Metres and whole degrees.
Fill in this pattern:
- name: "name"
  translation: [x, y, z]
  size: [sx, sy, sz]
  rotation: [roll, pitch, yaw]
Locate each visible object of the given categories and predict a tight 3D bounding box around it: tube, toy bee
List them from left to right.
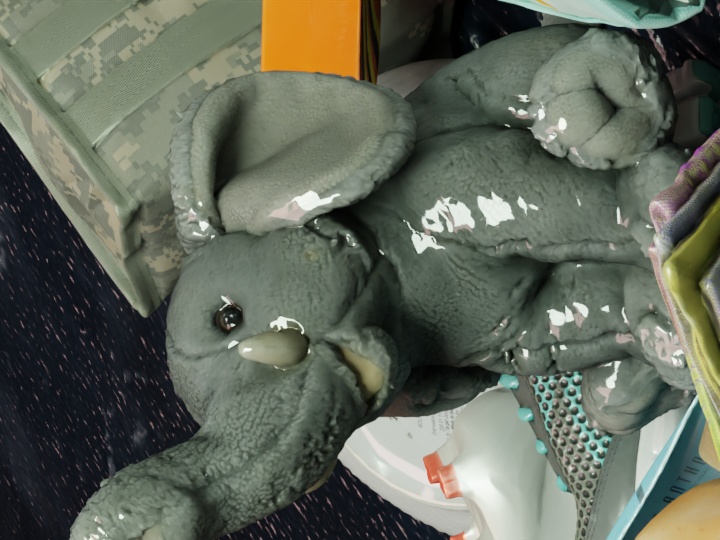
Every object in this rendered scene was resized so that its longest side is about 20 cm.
- name: "toy bee"
  translation: [-0.003, -0.151, 1.035]
  size: [0.131, 0.200, 0.109]
  rotation: [21, -174, 6]
- name: "tube"
  translation: [0.127, 0.070, 0.911]
  size: [0.050, 0.077, 0.200]
  rotation: [30, -170, 28]

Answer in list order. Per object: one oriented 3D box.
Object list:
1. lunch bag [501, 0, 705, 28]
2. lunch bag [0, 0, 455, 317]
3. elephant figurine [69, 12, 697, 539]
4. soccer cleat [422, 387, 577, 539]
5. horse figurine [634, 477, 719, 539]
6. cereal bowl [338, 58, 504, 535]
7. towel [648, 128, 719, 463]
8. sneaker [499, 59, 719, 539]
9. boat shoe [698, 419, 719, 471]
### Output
- name: "lunch bag"
  translation: [0.033, -0.169, 0.851]
  size: [0.170, 0.122, 0.200]
  rotation: [22, 134, 61]
- name: "lunch bag"
  translation: [-0.080, -0.115, 1.162]
  size: [0.200, 0.164, 0.118]
  rotation: [51, 166, 22]
- name: "elephant figurine"
  translation: [0.000, 0.000, 0.868]
  size: [0.155, 0.200, 0.142]
  rotation: [88, 166, -85]
- name: "soccer cleat"
  translation: [0.085, 0.132, 1.014]
  size: [0.069, 0.078, 0.200]
  rotation: [-133, 25, -76]
- name: "horse figurine"
  translation: [0.088, 0.096, 0.658]
  size: [0.133, 0.050, 0.200]
  rotation: [53, 154, 7]
- name: "cereal bowl"
  translation: [0.040, 0.027, 1.079]
  size: [0.200, 0.083, 0.200]
  rotation: [22, 133, 26]
- name: "towel"
  translation: [0.142, 0.003, 0.729]
  size: [0.023, 0.200, 0.144]
  rotation: [-1, 120, 42]
- name: "sneaker"
  translation: [0.076, 0.030, 0.964]
  size: [0.078, 0.091, 0.200]
  rotation: [29, -116, -66]
- name: "boat shoe"
  translation: [0.143, 0.006, 0.822]
  size: [0.200, 0.070, 0.070]
  rotation: [-34, -48, -71]
